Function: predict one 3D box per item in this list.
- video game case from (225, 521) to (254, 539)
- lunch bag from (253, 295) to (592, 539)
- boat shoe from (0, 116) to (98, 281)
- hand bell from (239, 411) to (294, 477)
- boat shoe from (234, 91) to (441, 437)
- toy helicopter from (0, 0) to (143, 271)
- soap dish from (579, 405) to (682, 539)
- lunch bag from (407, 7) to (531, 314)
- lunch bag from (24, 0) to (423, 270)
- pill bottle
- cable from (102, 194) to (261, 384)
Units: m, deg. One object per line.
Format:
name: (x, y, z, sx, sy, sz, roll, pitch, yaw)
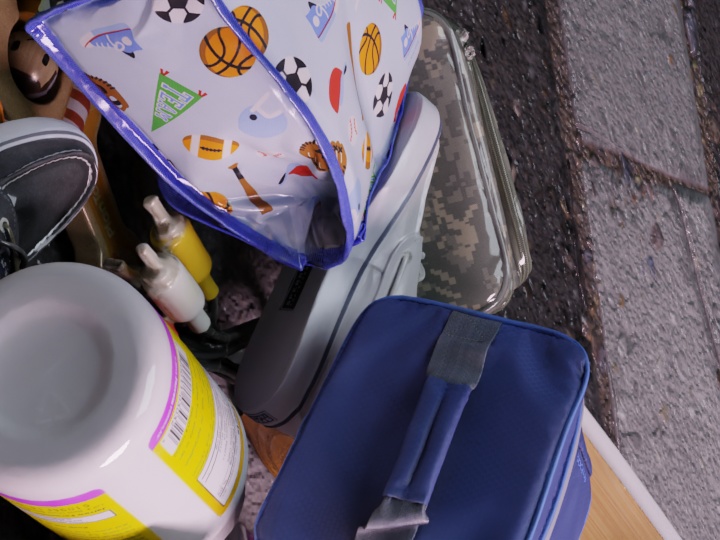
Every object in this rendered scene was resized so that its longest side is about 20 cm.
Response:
video game case: (-0.009, 0.249, 0.919, 0.182, 0.024, 0.200, 50, 11, -29)
lunch bag: (0.031, 0.116, 0.860, 0.132, 0.136, 0.200, 80, 27, -47)
boat shoe: (-0.185, -0.003, 0.776, 0.200, 0.066, 0.070, -32, 133, -37)
hand bell: (0.003, 0.151, 1.011, 0.200, 0.104, 0.104, 46, 40, -5)
boat shoe: (0.000, 0.000, 0.961, 0.065, 0.074, 0.200, 31, 83, -30)
toy helicopter: (-0.155, -0.062, 0.888, 0.132, 0.079, 0.200, -57, 135, -54)
soap dish: (0.099, 0.153, 1.078, 0.200, 0.157, 0.081, 52, 55, -27)
lunch bag: (0.022, -0.057, 1.072, 0.168, 0.139, 0.200, -1, 77, -82)
lunch bag: (-0.051, -0.120, 0.883, 0.200, 0.124, 0.170, 47, 43, -33)
pill bottle: (-0.113, 0.078, 0.813, 0.200, 0.104, 0.104, 64, 25, -65)
cable: (-0.080, 0.041, 0.943, 0.200, 0.050, 0.097, 39, 63, -52)
